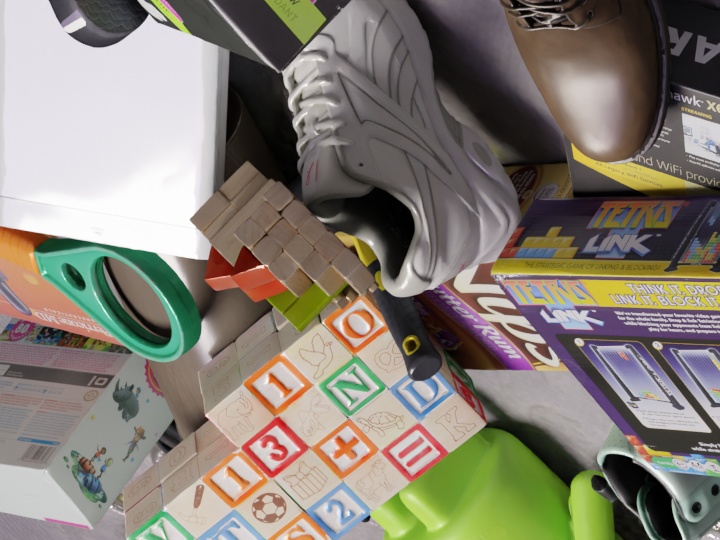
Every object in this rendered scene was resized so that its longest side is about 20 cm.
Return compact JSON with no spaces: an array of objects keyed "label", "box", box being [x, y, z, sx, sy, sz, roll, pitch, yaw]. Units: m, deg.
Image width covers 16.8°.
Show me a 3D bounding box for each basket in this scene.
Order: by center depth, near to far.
[{"label":"basket","box":[-0.086,-0.003,1.456,0.180,0.136,0.200,-111,-3,-56]}]

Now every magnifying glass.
[{"label":"magnifying glass","box":[-0.170,-0.001,1.414,0.200,0.022,0.080,24,141,37]}]

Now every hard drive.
[{"label":"hard drive","box":[-0.136,-0.110,1.315,0.132,0.027,0.200,10,114,13]}]

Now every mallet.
[{"label":"mallet","box":[0.000,0.000,1.312,0.066,0.200,0.041,-32,127,15]}]

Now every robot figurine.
[{"label":"robot figurine","box":[0.096,0.183,1.578,0.200,0.116,0.175,43,147,-18]}]

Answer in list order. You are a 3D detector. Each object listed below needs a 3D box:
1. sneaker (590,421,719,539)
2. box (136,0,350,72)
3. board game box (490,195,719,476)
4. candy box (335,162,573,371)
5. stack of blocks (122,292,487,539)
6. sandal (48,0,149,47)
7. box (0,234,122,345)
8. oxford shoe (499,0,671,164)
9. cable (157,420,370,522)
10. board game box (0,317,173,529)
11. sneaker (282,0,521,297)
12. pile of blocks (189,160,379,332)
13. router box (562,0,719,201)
[{"label":"sneaker","box":[0.213,0.128,1.360,0.200,0.118,0.074,40,151,-15]},{"label":"box","box":[-0.070,-0.190,1.075,0.149,0.124,0.200,46,174,-23]},{"label":"board game box","box":[0.186,0.036,1.191,0.200,0.057,0.165,2,139,49]},{"label":"candy box","box":[0.074,0.000,1.373,0.200,0.056,0.117,-3,134,48]},{"label":"stack of blocks","box":[-0.043,0.098,1.394,0.115,0.200,0.059,46,-168,-23]},{"label":"sandal","box":[-0.157,-0.183,1.218,0.043,0.200,0.076,-41,143,24]},{"label":"box","box":[-0.209,-0.065,1.521,0.152,0.106,0.200,11,145,37]},{"label":"oxford shoe","box":[0.082,-0.126,1.068,0.073,0.084,0.200,-6,121,28]},{"label":"cable","box":[-0.072,0.120,1.748,0.200,0.051,0.163,5,147,39]},{"label":"board game box","box":[-0.180,0.068,1.601,0.147,0.200,0.064,5,141,45]},{"label":"sneaker","box":[-0.003,-0.075,1.252,0.200,0.099,0.078,53,140,2]},{"label":"pile of blocks","box":[-0.044,-0.002,1.245,0.082,0.062,0.200,45,179,-11]},{"label":"router box","box":[0.195,-0.046,1.166,0.200,0.052,0.157,20,149,25]}]
